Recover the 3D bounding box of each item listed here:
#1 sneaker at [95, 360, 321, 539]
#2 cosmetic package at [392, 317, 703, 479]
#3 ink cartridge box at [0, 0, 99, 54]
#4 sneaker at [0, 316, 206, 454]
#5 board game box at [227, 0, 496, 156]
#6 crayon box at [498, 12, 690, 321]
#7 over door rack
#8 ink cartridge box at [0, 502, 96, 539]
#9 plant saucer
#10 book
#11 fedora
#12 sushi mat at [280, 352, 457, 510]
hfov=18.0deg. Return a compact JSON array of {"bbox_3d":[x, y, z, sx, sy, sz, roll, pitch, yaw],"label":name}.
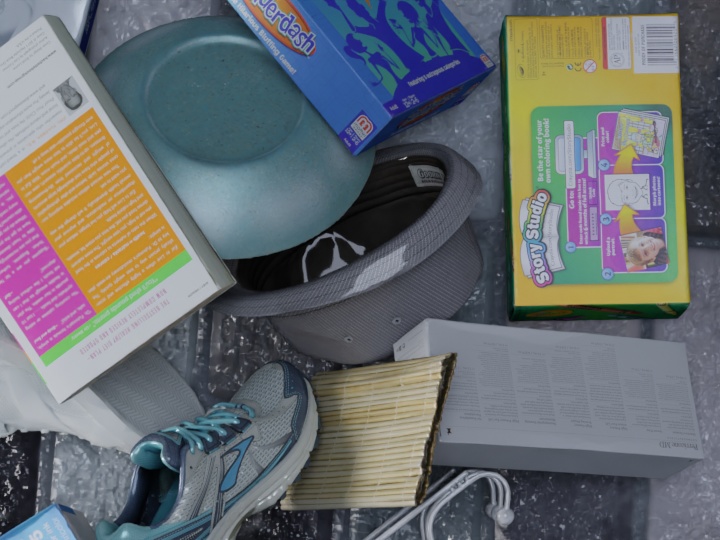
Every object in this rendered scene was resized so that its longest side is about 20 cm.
[{"bbox_3d":[-0.096,0.124,1.443,0.086,0.077,0.200,53,51,-28],"label":"sneaker"},{"bbox_3d":[0.120,0.084,1.453,0.199,0.051,0.083,6,63,-28],"label":"cosmetic package"},{"bbox_3d":[-0.280,-0.140,1.467,0.199,0.041,0.201,12,80,1],"label":"ink cartridge box"},{"bbox_3d":[-0.204,0.084,1.494,0.200,0.115,0.074,34,40,-23],"label":"sneaker"},{"bbox_3d":[-0.018,-0.181,1.495,0.200,0.152,0.045,50,124,6],"label":"board game box"},{"bbox_3d":[0.155,-0.069,1.521,0.118,0.058,0.201,-1,82,0],"label":"crayon box"},{"bbox_3d":[0.005,0.190,1.434,0.199,0.148,0.067,-26,86,-3],"label":"over door rack"},{"bbox_3d":[-0.230,0.262,1.423,0.199,0.147,0.146,-32,84,-6],"label":"ink cartridge box"},{"bbox_3d":[-0.088,-0.099,1.463,0.200,0.039,0.202,2,55,-3],"label":"plant saucer"},{"bbox_3d":[-0.188,-0.037,1.404,0.133,0.048,0.201,-34,88,11],"label":"book"},{"bbox_3d":[0.000,0.000,1.479,0.199,0.177,0.091,-22,116,15],"label":"fedora"},{"bbox_3d":[0.002,0.104,1.429,0.012,0.200,0.096,17,77,-23],"label":"sushi mat"}]
